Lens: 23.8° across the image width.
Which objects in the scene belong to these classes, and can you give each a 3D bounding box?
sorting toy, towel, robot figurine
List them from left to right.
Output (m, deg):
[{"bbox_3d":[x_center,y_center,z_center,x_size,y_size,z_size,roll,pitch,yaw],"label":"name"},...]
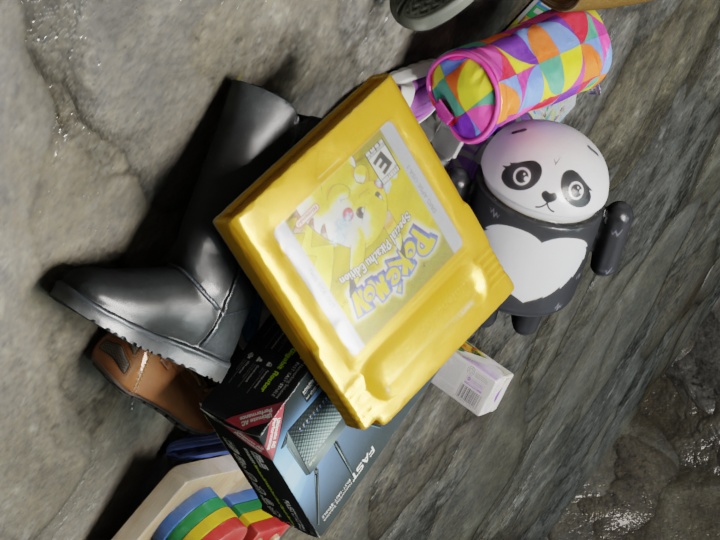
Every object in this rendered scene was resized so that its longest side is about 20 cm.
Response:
[{"bbox_3d":[-0.157,0.258,1.499,0.200,0.070,0.199,-50,163,14],"label":"sorting toy"},{"bbox_3d":[-0.063,0.128,1.506,0.200,0.144,0.024,-22,99,-58],"label":"towel"},{"bbox_3d":[0.152,-0.038,1.545,0.150,0.125,0.201,-16,135,-38],"label":"robot figurine"}]

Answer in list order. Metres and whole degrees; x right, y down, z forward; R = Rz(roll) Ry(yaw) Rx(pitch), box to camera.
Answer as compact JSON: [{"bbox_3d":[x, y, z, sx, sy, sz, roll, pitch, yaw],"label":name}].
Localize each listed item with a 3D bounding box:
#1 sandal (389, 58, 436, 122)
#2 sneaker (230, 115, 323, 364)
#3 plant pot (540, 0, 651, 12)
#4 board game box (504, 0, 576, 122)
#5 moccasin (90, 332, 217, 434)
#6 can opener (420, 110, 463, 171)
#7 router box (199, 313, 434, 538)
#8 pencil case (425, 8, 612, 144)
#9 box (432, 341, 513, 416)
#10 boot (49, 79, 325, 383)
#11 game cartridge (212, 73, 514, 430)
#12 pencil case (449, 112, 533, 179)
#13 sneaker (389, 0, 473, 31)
[{"bbox_3d":[0.023,-0.121,1.425,0.202,0.050,0.083,-40,155,-39],"label":"sandal"},{"bbox_3d":[-0.049,-0.021,1.318,0.086,0.075,0.201,0,110,-49],"label":"sneaker"},{"bbox_3d":[0.236,-0.310,1.497,0.199,0.187,0.187,-30,151,-23],"label":"plant pot"},{"bbox_3d":[0.174,-0.192,1.701,0.135,0.034,0.200,-48,159,-24],"label":"board game box"},{"bbox_3d":[-0.138,0.073,1.321,0.078,0.074,0.201,-48,151,-2],"label":"moccasin"},{"bbox_3d":[0.060,-0.097,1.549,0.201,0.053,0.067,-61,159,15],"label":"can opener"},{"bbox_3d":[-0.020,0.081,1.300,0.200,0.062,0.150,-53,145,-21],"label":"router box"},{"bbox_3d":[0.140,-0.171,1.473,0.199,0.088,0.089,-25,144,-48],"label":"pencil case"},{"bbox_3d":[0.046,0.057,1.530,0.039,0.199,0.042,-11,132,-59],"label":"box"},{"bbox_3d":[-0.113,-0.040,1.190,0.165,0.065,0.201,29,87,-50],"label":"boot"},{"bbox_3d":[0.009,-0.011,1.228,0.176,0.032,0.201,-44,114,-26],"label":"game cartridge"},{"bbox_3d":[0.100,-0.074,1.629,0.086,0.083,0.201,-92,-160,-60],"label":"pencil case"},{"bbox_3d":[0.100,-0.252,1.366,0.200,0.076,0.114,-57,155,-17],"label":"sneaker"}]
